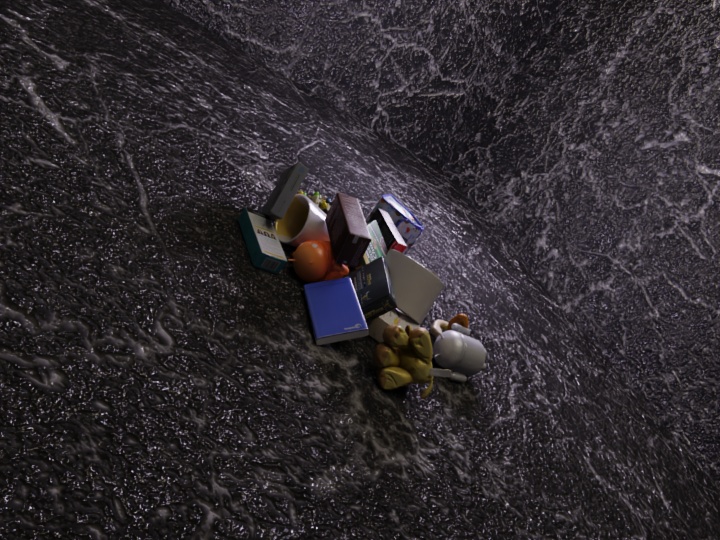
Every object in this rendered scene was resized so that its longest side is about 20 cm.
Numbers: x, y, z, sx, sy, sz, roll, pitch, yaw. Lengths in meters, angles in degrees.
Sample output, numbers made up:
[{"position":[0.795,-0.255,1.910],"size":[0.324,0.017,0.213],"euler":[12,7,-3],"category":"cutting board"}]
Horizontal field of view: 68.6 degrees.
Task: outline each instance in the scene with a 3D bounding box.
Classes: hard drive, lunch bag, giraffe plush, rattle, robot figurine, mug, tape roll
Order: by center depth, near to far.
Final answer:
[{"position":[-0.066,0.098,1.337],"size":[0.129,0.026,0.202],"euler":[-9,39,-11],"category":"hard drive"},{"position":[0.121,0.217,1.360],"size":[0.197,0.176,0.162],"euler":[24,4,-10],"category":"giraffe plush"},{"position":[-0.108,-0.025,1.468],"size":[0.198,0.117,0.145],"euler":[-1,51,-57],"category":"robot figurine"},{"position":[-0.158,-0.140,1.581],"size":[0.152,0.149,0.189],"euler":[27,31,-45],"category":"mug"},{"position":[0.135,0.049,1.584],"size":[0.201,0.141,0.203],"euler":[35,-4,2],"category":"tape roll"},{"position":[0.298,0.250,1.593],"size":[0.198,0.112,0.173],"euler":[24,61,-33],"category":"robot figurine"},{"position":[0.324,0.177,1.747],"size":[0.129,0.146,0.198],"euler":[31,22,33],"category":"rattle"},{"position":[0.123,-0.161,2.005],"size":[0.200,0.171,0.123],"euler":[43,26,9],"category":"lunch bag"}]

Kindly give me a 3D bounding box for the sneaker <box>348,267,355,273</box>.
[{"position":[0.000,0.000,1.649],"size":[0.097,0.071,0.200],"euler":[38,21,3],"category":"sneaker"}]

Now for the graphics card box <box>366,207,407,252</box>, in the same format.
[{"position":[0.073,-0.102,1.787],"size":[0.050,0.126,0.202],"euler":[17,31,-36],"category":"graphics card box"}]

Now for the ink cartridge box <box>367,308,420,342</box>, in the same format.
[{"position":[0.076,0.151,1.491],"size":[0.198,0.068,0.117],"euler":[34,23,-12],"category":"ink cartridge box"}]

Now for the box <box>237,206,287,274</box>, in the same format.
[{"position":[-0.266,-0.083,1.419],"size":[0.081,0.049,0.202],"euler":[20,30,-40],"category":"box"}]

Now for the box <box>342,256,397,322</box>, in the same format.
[{"position":[0.013,0.061,1.441],"size":[0.051,0.155,0.201],"euler":[56,14,-30],"category":"box"}]

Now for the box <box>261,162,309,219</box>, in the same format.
[{"position":[-0.221,-0.223,1.511],"size":[0.041,0.158,0.199],"euler":[30,-6,-20],"category":"box"}]

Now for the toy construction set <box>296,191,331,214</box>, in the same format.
[{"position":[-0.150,-0.215,1.795],"size":[0.128,0.095,0.199],"euler":[5,5,20],"category":"toy construction set"}]

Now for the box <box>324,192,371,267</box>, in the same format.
[{"position":[-0.037,-0.114,1.448],"size":[0.073,0.101,0.202],"euler":[14,36,-23],"category":"box"}]

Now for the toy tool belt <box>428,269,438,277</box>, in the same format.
[{"position":[0.168,0.050,1.794],"size":[0.197,0.124,0.125],"euler":[26,57,-21],"category":"toy tool belt"}]

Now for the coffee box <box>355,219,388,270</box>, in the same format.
[{"position":[0.022,-0.071,1.611],"size":[0.125,0.043,0.200],"euler":[67,26,-9],"category":"coffee box"}]
